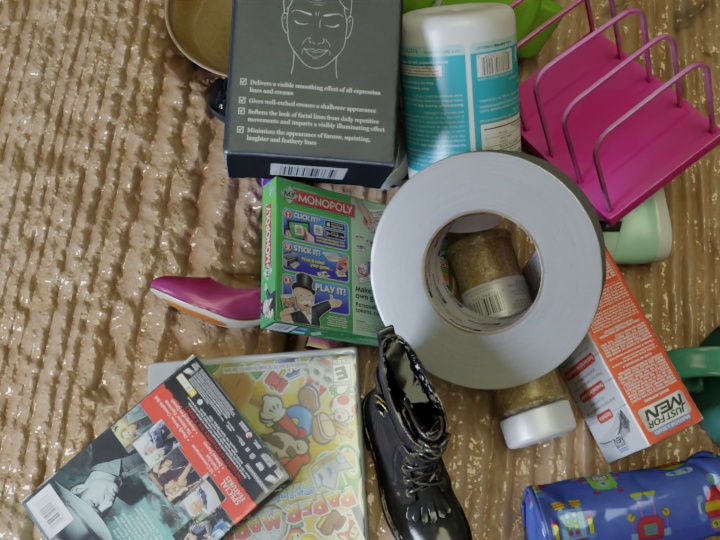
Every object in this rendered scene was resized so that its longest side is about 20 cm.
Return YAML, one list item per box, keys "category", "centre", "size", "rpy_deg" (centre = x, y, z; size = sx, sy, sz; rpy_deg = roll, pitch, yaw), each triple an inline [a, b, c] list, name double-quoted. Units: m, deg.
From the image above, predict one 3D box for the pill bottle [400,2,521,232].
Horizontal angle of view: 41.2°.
- category: "pill bottle"
  centre: [0.094, -0.142, 0.899]
  size: [0.109, 0.111, 0.203]
  rpy_deg: [-8, 110, -8]

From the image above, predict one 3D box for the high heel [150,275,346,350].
- category: "high heel"
  centre: [-0.093, 0.011, 0.908]
  size: [0.197, 0.067, 0.097]
  rpy_deg: [15, 80, -5]

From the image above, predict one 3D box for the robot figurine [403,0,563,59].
- category: "robot figurine"
  centre: [0.109, -0.291, 0.997]
  size: [0.198, 0.116, 0.177]
  rpy_deg: [15, 50, -19]

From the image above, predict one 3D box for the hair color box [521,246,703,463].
- category: "hair color box"
  centre: [0.226, 0.070, 0.899]
  size: [0.063, 0.111, 0.202]
  rpy_deg: [-21, 74, -12]

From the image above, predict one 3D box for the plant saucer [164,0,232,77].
- category: "plant saucer"
  centre: [-0.096, -0.258, 0.969]
  size: [0.197, 0.036, 0.202]
  rpy_deg: [0, 59, 1]

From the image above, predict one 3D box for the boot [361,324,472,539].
- category: "boot"
  centre: [0.048, 0.160, 0.816]
  size: [0.069, 0.174, 0.202]
  rpy_deg: [-22, 74, -13]

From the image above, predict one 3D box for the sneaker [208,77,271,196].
- category: "sneaker"
  centre: [-0.106, -0.152, 0.971]
  size: [0.098, 0.070, 0.202]
  rpy_deg: [2, 62, -4]

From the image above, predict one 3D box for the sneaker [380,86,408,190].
- category: "sneaker"
  centre: [-0.008, -0.186, 0.961]
  size: [0.115, 0.075, 0.203]
  rpy_deg: [10, 64, -43]

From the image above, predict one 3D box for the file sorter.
- category: "file sorter"
  centre: [0.224, -0.178, 0.922]
  size: [0.138, 0.126, 0.201]
  rpy_deg: [-36, 52, -1]

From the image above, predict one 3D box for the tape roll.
- category: "tape roll"
  centre: [0.111, -0.003, 0.831]
  size: [0.198, 0.066, 0.203]
  rpy_deg: [3, 100, 17]

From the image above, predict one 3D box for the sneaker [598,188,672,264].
- category: "sneaker"
  centre: [0.240, -0.103, 0.980]
  size: [0.116, 0.074, 0.203]
  rpy_deg: [-4, 71, -8]

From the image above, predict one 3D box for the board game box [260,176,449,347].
- category: "board game box"
  centre: [0.000, 0.000, 0.897]
  size: [0.198, 0.029, 0.136]
  rpy_deg: [12, 66, -32]

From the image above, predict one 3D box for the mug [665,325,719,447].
- category: "mug"
  centre: [0.390, 0.108, 0.899]
  size: [0.183, 0.115, 0.153]
  rpy_deg: [-24, 75, -13]

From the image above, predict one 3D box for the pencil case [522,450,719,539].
- category: "pencil case"
  centre: [0.243, 0.216, 0.867]
  size: [0.197, 0.087, 0.079]
  rpy_deg: [-10, 108, -8]

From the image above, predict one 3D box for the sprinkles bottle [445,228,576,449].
- category: "sprinkles bottle"
  centre: [0.141, 0.063, 0.911]
  size: [0.067, 0.068, 0.202]
  rpy_deg: [-14, 76, -10]

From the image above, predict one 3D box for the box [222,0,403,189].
- category: "box"
  centre: [-0.042, -0.185, 0.854]
  size: [0.146, 0.107, 0.203]
  rpy_deg: [4, 84, -6]

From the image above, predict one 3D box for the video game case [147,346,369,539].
- category: "video game case"
  centre: [-0.095, 0.167, 0.867]
  size: [0.197, 0.023, 0.184]
  rpy_deg: [-4, 71, 2]

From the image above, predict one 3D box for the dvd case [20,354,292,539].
- category: "dvd case"
  centre: [-0.179, 0.193, 0.842]
  size: [0.200, 0.022, 0.146]
  rpy_deg: [-40, 73, -10]
